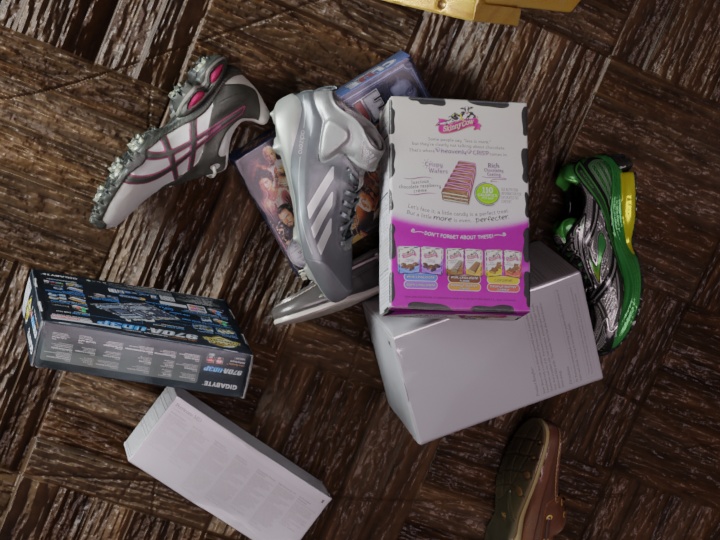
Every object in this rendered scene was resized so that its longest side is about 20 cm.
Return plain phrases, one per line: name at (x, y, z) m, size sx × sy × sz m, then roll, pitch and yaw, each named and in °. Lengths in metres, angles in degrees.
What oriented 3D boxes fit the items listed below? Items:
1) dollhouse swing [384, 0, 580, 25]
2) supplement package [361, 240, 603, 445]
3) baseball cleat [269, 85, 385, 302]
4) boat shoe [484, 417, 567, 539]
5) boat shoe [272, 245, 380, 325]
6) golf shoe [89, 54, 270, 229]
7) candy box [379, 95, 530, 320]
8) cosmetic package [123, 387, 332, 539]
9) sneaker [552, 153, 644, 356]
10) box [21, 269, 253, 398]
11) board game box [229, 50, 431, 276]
dollhouse swing at (0.115, -0.341, 1.577) m, size 0.180 × 0.175 × 0.202 m, roll 17°, pitch 106°, yaw 24°
supplement package at (0.119, 0.068, 1.687) m, size 0.198 × 0.120 × 0.122 m, roll -18°, pitch 111°, yaw -9°
baseball cleat at (-0.020, -0.071, 1.582) m, size 0.106 × 0.070 × 0.202 m, roll -12°, pitch 104°, yaw 18°
boat shoe at (0.181, 0.246, 1.786) m, size 0.067 × 0.072 × 0.202 m, roll 4°, pitch 111°, yaw -21°
boat shoe at (0.000, 0.000, 1.673) m, size 0.198 × 0.067 × 0.057 m, roll -19°, pitch 84°, yaw -13°
golf shoe at (-0.171, -0.105, 1.581) m, size 0.088 × 0.077 × 0.200 m, roll 41°, pitch 92°, yaw -15°
candy box at (0.087, -0.057, 1.592) m, size 0.135 × 0.061 × 0.202 m, roll 3°, pitch 80°, yaw -11°
cosmetic package at (-0.132, 0.200, 1.698) m, size 0.199 × 0.051 × 0.083 m, roll 37°, pitch 96°, yaw -21°
sneaker at (0.230, -0.014, 1.703) m, size 0.084 × 0.078 × 0.202 m, roll -3°, pitch 86°, yaw -18°
box at (-0.209, 0.057, 1.578) m, size 0.198 × 0.159 × 0.046 m, roll 10°, pitch 105°, yaw -18°
board game box at (-0.011, -0.104, 1.649) m, size 0.199 × 0.035 × 0.136 m, roll -32°, pitch 111°, yaw -4°
